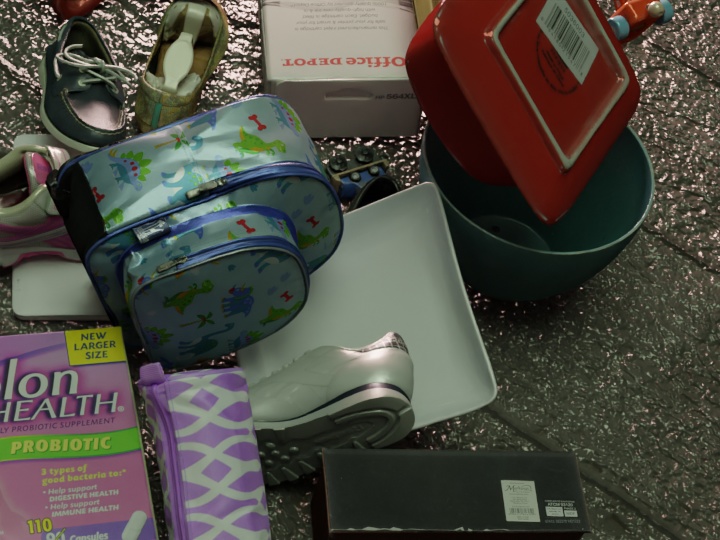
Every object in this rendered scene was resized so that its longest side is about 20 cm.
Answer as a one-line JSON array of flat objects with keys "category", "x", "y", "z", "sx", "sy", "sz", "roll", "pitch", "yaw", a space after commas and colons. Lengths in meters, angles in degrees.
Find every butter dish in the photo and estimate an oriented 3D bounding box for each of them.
[{"category": "butter dish", "x": 0.107, "y": -0.156, "z": 1.327, "sx": 0.200, "sy": 0.148, "sz": 0.200, "roll": 56, "pitch": 49, "yaw": -22}]

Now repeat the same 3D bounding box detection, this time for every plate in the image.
[{"category": "plate", "x": -0.004, "y": 0.051, "z": 1.316, "sx": 0.199, "sy": 0.032, "sz": 0.201, "roll": -20, "pitch": 63, "yaw": 10}]

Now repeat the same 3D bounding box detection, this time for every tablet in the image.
[{"category": "tablet", "x": -0.231, "y": -0.040, "z": 1.405, "sx": 0.130, "sy": 0.014, "sz": 0.200, "roll": 1, "pitch": 52, "yaw": -13}]

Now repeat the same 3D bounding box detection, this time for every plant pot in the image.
[{"category": "plant pot", "x": 0.138, "y": -0.050, "z": 1.420, "sx": 0.199, "sy": 0.135, "sz": 0.201, "roll": 6, "pitch": 50, "yaw": -8}]

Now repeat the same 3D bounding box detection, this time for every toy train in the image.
[{"category": "toy train", "x": 0.189, "y": -0.215, "z": 1.555, "sx": 0.200, "sy": 0.150, "sz": 0.056, "roll": -23, "pitch": 81, "yaw": -23}, {"category": "toy train", "x": -0.055, "y": -0.063, "z": 1.452, "sx": 0.200, "sy": 0.034, "sz": 0.046, "roll": -21, "pitch": 63, "yaw": -26}]

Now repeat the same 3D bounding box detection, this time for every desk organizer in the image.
[{"category": "desk organizer", "x": 0.065, "y": 0.186, "z": 1.252, "sx": 0.199, "sy": 0.077, "sz": 0.072, "roll": 2, "pitch": 52, "yaw": -12}]

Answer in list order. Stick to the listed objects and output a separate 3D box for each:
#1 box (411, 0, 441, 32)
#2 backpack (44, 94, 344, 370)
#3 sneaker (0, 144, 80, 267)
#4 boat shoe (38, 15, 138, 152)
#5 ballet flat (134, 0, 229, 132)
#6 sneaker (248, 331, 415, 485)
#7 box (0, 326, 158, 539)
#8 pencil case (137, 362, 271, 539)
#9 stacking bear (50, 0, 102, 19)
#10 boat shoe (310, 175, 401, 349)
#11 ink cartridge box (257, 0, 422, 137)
[{"category": "box", "x": 0.071, "y": -0.202, "z": 1.514, "sx": 0.021, "sy": 0.164, "sz": 0.200, "roll": -13, "pitch": 52, "yaw": 7}, {"category": "backpack", "x": -0.113, "y": -0.025, "z": 1.265, "sx": 0.200, "sy": 0.183, "sz": 0.147, "roll": -25, "pitch": 61, "yaw": -9}, {"category": "sneaker", "x": -0.248, "y": -0.058, "z": 1.349, "sx": 0.199, "sy": 0.088, "sz": 0.082, "roll": -12, "pitch": 55, "yaw": -22}, {"category": "boat shoe", "x": -0.235, "y": -0.161, "z": 1.427, "sx": 0.075, "sy": 0.062, "sz": 0.200, "roll": 16, "pitch": 24, "yaw": -21}, {"category": "ballet flat", "x": -0.161, "y": -0.206, "z": 1.521, "sx": 0.070, "sy": 0.071, "sz": 0.200, "roll": 14, "pitch": 50, "yaw": -2}, {"category": "sneaker", "x": -0.052, "y": 0.106, "z": 1.262, "sx": 0.199, "sy": 0.076, "sz": 0.081, "roll": -14, "pitch": 48, "yaw": 13}, {"category": "box", "x": -0.248, "y": 0.153, "z": 1.193, "sx": 0.175, "sy": 0.097, "sz": 0.200, "roll": -4, "pitch": 52, "yaw": -16}, {"category": "pencil case", "x": -0.112, "y": 0.166, "z": 1.178, "sx": 0.085, "sy": 0.084, "sz": 0.201, "roll": 1, "pitch": 76, "yaw": -45}, {"category": "stacking bear", "x": -0.315, "y": -0.349, "z": 1.575, "sx": 0.114, "sy": 0.122, "sz": 0.200, "roll": -40, "pitch": 59, "yaw": -22}, {"category": "boat shoe", "x": 0.000, "y": 0.000, "z": 1.392, "sx": 0.070, "sy": 0.066, "sz": 0.200, "roll": 19, "pitch": 51, "yaw": 4}, {"category": "ink cartridge box", "x": -0.022, "y": -0.223, "z": 1.547, "sx": 0.145, "sy": 0.084, "sz": 0.200, "roll": -1, "pitch": 53, "yaw": -6}]
